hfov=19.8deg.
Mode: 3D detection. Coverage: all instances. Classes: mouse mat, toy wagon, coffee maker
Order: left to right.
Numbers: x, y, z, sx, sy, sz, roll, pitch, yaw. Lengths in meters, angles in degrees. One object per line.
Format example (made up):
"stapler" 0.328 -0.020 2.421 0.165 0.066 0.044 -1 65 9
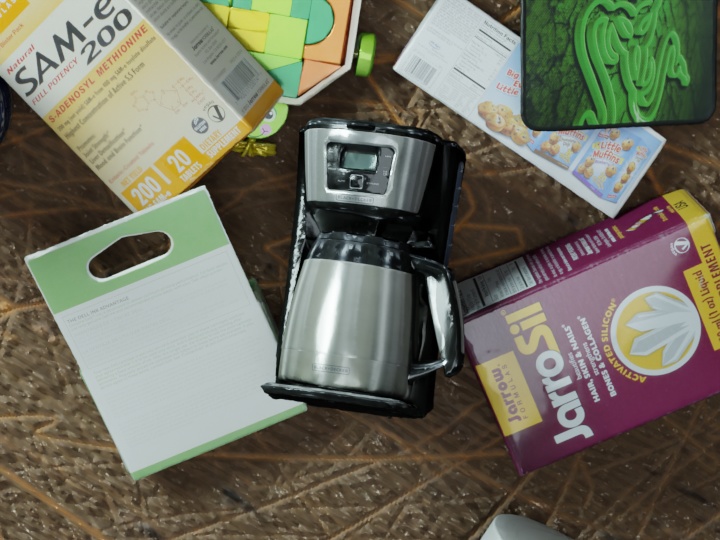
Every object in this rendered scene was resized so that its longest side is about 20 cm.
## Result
"toy wagon" -0.063 -0.178 1.488 0.154 0.040 0.202 9 101 -4
"coffee maker" 0.000 0.000 1.478 0.134 0.192 0.202 9 84 -11
"mouse mat" 0.188 -0.203 1.485 0.160 0.008 0.202 -4 101 -20

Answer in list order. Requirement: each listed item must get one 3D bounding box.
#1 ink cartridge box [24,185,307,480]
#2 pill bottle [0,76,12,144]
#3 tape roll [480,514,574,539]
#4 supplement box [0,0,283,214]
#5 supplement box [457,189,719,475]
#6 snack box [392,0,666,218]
"ink cartridge box" -0.140 0.041 1.507 0.145 0.048 0.201 -22 114 3
"pill bottle" -0.304 -0.103 1.412 0.110 0.200 0.112 0 102 -2
"tape roll" 0.145 0.292 1.515 0.202 0.203 0.140 30 99 -8
"supplement box" -0.170 -0.149 1.449 0.200 0.074 0.126 46 123 -9
"supplement box" 0.178 0.043 1.513 0.199 0.103 0.132 -24 103 3
"snack box" 0.125 -0.123 1.515 0.199 0.024 0.072 34 96 -9
